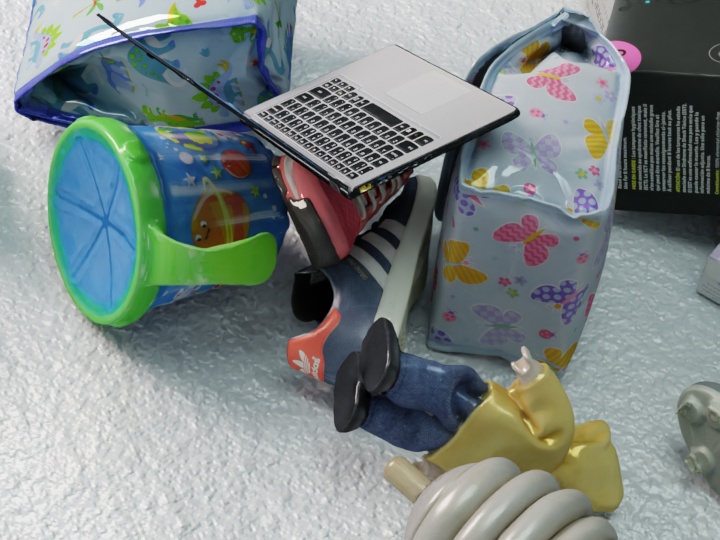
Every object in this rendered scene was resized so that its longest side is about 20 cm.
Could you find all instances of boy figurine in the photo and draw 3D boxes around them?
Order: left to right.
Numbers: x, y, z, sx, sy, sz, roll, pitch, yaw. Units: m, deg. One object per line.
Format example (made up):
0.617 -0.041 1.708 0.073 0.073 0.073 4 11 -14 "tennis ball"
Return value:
0.087 0.096 1.220 0.199 0.125 0.065 20 37 -19 "boy figurine"

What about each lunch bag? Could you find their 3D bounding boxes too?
-0.150 -0.185 1.426 0.198 0.128 0.171 -5 46 8 "lunch bag"
0.116 -0.058 1.336 0.126 0.170 0.201 14 48 6 "lunch bag"

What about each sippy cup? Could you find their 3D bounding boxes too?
-0.124 -0.039 1.299 0.130 0.140 0.179 -9 61 -35 "sippy cup"

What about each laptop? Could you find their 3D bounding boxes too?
-0.036 -0.132 1.244 0.199 0.117 0.187 -26 28 -15 "laptop"

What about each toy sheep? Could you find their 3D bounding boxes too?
0.087 0.178 1.129 0.199 0.138 0.138 35 49 20 "toy sheep"

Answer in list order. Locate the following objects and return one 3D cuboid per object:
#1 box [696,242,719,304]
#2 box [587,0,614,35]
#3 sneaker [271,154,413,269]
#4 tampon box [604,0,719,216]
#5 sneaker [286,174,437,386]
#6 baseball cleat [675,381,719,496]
0.316 -0.042 1.454 0.041 0.039 0.200 31 48 18 "box"
0.295 -0.259 1.592 0.198 0.131 0.200 2 47 -10 "box"
-0.005 -0.068 1.309 0.086 0.074 0.200 -21 19 11 "sneaker"
0.281 -0.130 1.431 0.198 0.127 0.150 4 38 14 "tampon box"
0.000 0.000 1.323 0.084 0.075 0.201 10 41 8 "sneaker"
0.297 0.140 1.268 0.106 0.070 0.200 -27 67 -39 "baseball cleat"
